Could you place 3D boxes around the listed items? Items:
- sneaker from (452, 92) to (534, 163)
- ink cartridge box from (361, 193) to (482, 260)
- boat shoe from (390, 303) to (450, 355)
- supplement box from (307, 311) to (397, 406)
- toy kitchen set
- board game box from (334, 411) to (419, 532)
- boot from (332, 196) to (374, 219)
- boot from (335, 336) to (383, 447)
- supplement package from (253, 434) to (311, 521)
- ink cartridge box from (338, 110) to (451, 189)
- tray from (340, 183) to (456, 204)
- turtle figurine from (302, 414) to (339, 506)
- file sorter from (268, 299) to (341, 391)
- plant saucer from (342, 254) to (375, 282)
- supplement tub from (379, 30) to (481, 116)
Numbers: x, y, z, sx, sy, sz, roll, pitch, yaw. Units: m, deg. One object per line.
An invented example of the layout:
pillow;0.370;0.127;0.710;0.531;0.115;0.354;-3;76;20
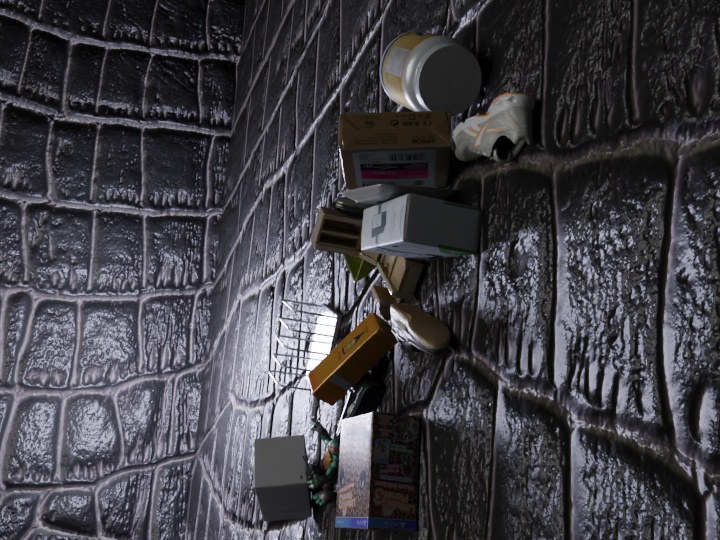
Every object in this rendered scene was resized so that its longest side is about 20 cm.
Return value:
sneaker;0.211;-0.209;1.285;0.200;0.075;0.093;145;127;-63
ink cartridge box;0.102;-0.072;1.400;0.200;0.145;0.084;172;105;-69
boat shoe;0.105;0.115;1.421;0.200;0.071;0.066;-142;51;-63
supplement box;-0.017;0.181;1.604;0.200;0.069;0.067;-47;32;16
toy kitchen set;0.000;0.000;1.584;0.200;0.179;0.165;-116;40;-59
board game box;0.030;0.372;1.449;0.159;0.096;0.202;144;132;-62
boot;0.048;-0.169;1.567;0.068;0.198;0.132;33;-118;-74
boot;-0.028;0.256;1.688;0.166;0.065;0.200;-61;31;14
supplement package;-0.178;0.481;1.821;0.201;0.120;0.121;91;175;-52
ink cartridge box;0.063;-0.215;1.427;0.165;0.198;0.076;79;-169;-69
tray;0.071;-0.133;1.412;0.107;0.199;0.022;-7;86;47
turtle figurine;-0.074;0.411;1.702;0.151;0.100;0.201;-81;0;-47
file sorter;-0.142;0.185;1.949;0.139;0.123;0.202;-152;72;-69
plant saucer;0.017;-0.103;1.771;0.200;0.047;0.202;-114;39;-56
supplement tub;0.129;-0.364;1.465;0.200;0.143;0.146;-131;54;-63
